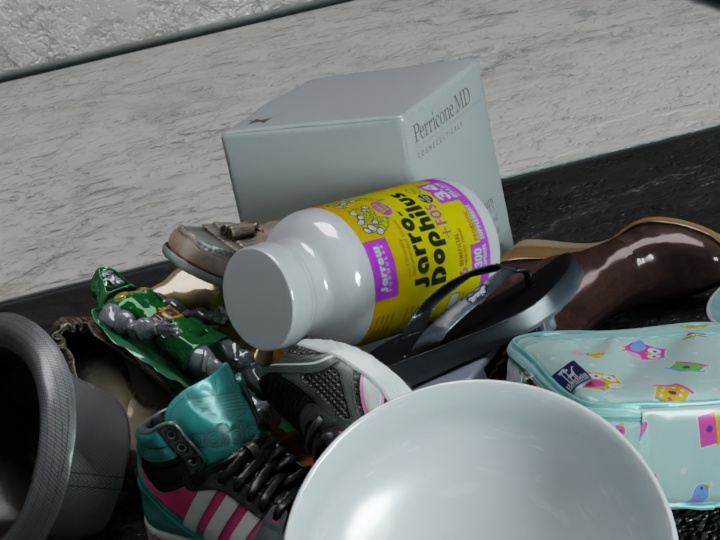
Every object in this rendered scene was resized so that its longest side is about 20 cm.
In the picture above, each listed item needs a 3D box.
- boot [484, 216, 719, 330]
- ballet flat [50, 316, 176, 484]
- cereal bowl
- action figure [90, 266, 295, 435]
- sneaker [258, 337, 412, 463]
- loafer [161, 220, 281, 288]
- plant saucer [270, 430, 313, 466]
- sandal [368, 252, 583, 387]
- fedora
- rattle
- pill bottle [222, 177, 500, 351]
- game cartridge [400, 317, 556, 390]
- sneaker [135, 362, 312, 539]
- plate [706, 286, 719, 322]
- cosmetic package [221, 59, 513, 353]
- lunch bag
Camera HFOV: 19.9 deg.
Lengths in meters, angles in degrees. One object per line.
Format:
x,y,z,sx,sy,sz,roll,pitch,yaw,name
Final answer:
0.177,0.030,1.572,0.199,0.073,0.166,-2,31,26,boot
-0.165,0.089,1.443,0.067,0.046,0.200,-36,48,-11,ballet flat
0.061,0.161,1.048,0.199,0.083,0.201,-1,59,2,cereal bowl
-0.121,0.052,1.450,0.200,0.055,0.118,30,23,29,action figure
0.007,0.120,1.221,0.200,0.081,0.086,36,52,26,sneaker
-0.059,-0.012,1.522,0.200,0.063,0.072,17,17,-43,loafer
0.002,0.118,1.424,0.199,0.032,0.200,-12,16,3,plant saucer
0.055,0.036,1.325,0.200,0.043,0.076,-27,10,-8,sandal
-0.222,0.122,1.400,0.090,0.178,0.200,13,-4,-37,fedora
-0.140,0.107,1.543,0.130,0.143,0.200,25,69,6,rattle
0.000,0.000,1.463,0.200,0.105,0.104,-17,15,-43,pill bottle
0.048,0.073,1.373,0.133,0.041,0.200,-24,9,26,game cartridge
-0.070,0.121,1.298,0.199,0.121,0.084,2,25,38,sneaker
0.354,0.024,1.500,0.199,0.026,0.200,-12,17,4,plate
0.012,-0.047,1.668,0.166,0.201,0.167,-3,19,27,cosmetic package
0.187,0.083,1.258,0.199,0.077,0.160,0,19,-15,lunch bag
